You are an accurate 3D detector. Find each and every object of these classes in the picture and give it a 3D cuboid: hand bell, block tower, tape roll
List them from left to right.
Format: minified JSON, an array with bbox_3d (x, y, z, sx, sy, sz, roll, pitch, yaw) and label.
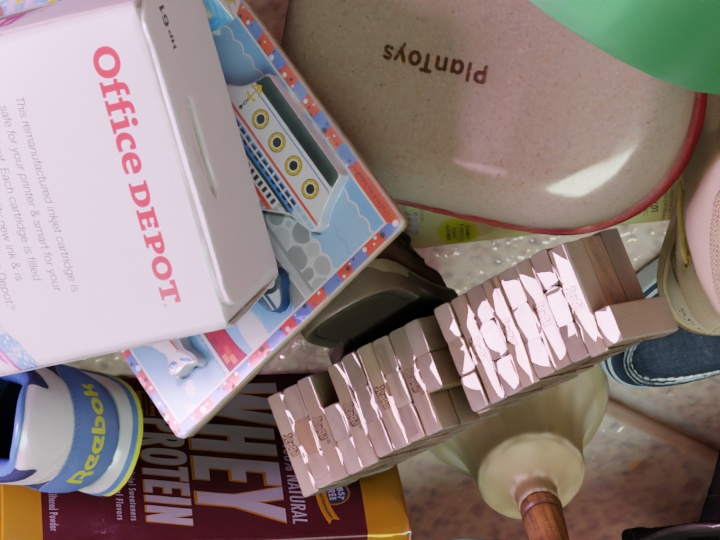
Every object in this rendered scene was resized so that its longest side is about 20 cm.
[{"bbox_3d":[0.050,0.043,1.345,0.200,0.058,0.054,-27,171,35],"label":"block tower"},{"bbox_3d":[0.091,0.126,1.431,0.104,0.200,0.105,-4,126,-5],"label":"hand bell"},{"bbox_3d":[0.104,-0.159,1.233,0.200,0.201,0.048,27,117,-24],"label":"tape roll"}]

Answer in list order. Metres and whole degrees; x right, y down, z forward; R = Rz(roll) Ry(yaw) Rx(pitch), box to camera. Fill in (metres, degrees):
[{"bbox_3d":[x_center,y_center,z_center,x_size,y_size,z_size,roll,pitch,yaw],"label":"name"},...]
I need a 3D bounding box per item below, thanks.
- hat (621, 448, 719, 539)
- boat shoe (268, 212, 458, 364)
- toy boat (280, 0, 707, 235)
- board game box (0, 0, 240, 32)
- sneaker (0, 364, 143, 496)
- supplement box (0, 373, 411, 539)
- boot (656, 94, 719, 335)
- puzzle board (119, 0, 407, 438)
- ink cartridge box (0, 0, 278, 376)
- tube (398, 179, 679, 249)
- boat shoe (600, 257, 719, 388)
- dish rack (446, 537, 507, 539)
[{"bbox_3d":[0.236,0.111,1.502,0.200,0.201,0.081,4,83,-11],"label":"hat"},{"bbox_3d":[0.000,0.000,1.376,0.072,0.068,0.200,-28,168,1],"label":"boat shoe"},{"bbox_3d":[0.066,-0.089,1.332,0.199,0.131,0.131,14,96,22],"label":"toy boat"},{"bbox_3d":[-0.170,-0.126,1.283,0.199,0.034,0.135,-26,118,25],"label":"board game box"},{"bbox_3d":[-0.202,0.063,1.374,0.199,0.082,0.074,5,89,32],"label":"sneaker"},{"bbox_3d":[-0.086,0.170,1.477,0.199,0.133,0.198,-1,125,-8],"label":"supplement box"},{"bbox_3d":[0.189,-0.065,1.306,0.072,0.155,0.201,14,91,-4],"label":"boot"},{"bbox_3d":[-0.086,-0.047,1.306,0.151,0.200,0.017,-44,158,21],"label":"puzzle board"},{"bbox_3d":[-0.151,-0.035,1.247,0.199,0.085,0.145,-11,102,19],"label":"ink cartridge box"},{"bbox_3d":[0.101,-0.044,1.408,0.199,0.052,0.058,-5,91,-2],"label":"tube"},{"bbox_3d":[0.215,0.022,1.443,0.200,0.091,0.071,-26,124,10],"label":"boat shoe"},{"bbox_3d":[0.116,0.230,1.491,0.199,0.044,0.173,4,84,-4],"label":"dish rack"}]
